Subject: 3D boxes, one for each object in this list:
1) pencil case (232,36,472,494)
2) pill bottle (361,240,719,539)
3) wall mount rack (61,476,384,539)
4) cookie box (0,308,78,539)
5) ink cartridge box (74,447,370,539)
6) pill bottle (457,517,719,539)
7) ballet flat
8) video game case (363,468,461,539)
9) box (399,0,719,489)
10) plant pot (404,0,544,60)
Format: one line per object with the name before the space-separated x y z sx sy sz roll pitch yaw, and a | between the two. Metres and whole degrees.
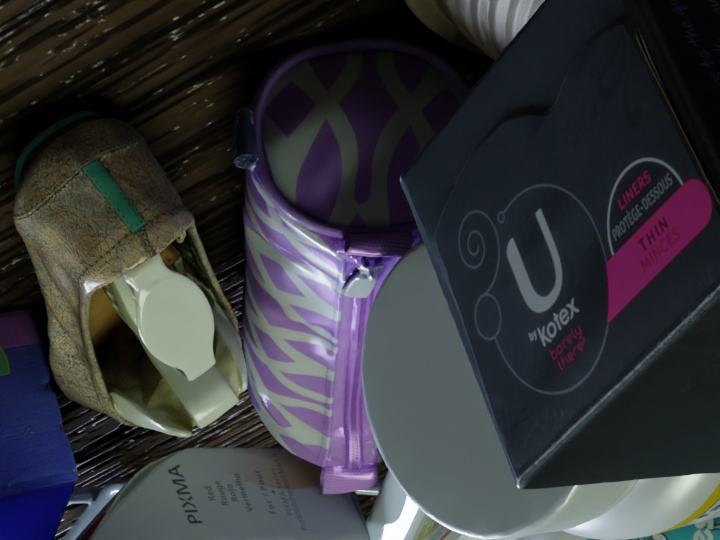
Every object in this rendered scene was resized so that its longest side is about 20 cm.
pencil case | 0.000 0.000 0.916 0.084 0.086 0.200 -10 155 -6
pill bottle | 0.102 0.024 0.861 0.200 0.114 0.114 -7 154 -46
wall mount rack | -0.056 0.119 1.129 0.200 0.075 0.174 3 137 -42
cookie box | -0.208 0.106 0.986 0.171 0.075 0.200 -10 154 -24
ink cartridge box | -0.119 0.126 0.984 0.200 0.050 0.162 7 138 -39
pill bottle | 0.139 0.101 1.154 0.200 0.111 0.111 1 156 8
ballet flat | -0.073 0.019 0.909 0.068 0.067 0.200 -41 158 -10
video game case | 0.074 0.034 1.015 0.182 0.023 0.200 -42 165 -28
box | 0.134 -0.017 0.740 0.200 0.106 0.122 -2 149 -32
plant pot | 0.110 -0.103 0.783 0.201 0.093 0.201 -16 154 -8
